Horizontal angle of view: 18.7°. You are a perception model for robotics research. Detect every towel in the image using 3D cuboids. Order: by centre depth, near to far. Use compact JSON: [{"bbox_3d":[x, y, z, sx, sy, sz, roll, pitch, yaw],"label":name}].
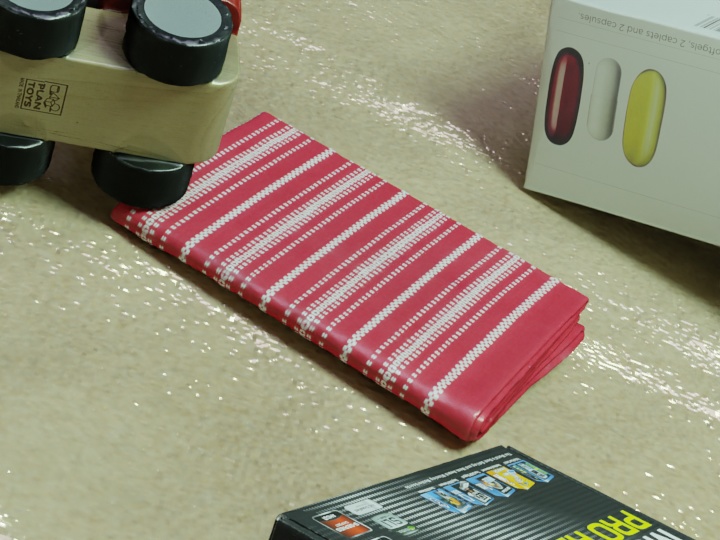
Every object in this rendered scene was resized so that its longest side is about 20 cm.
[{"bbox_3d":[0.000,0.000,1.016,0.199,0.023,0.145,31,32,14],"label":"towel"}]

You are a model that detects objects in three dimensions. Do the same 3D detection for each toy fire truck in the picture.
[{"bbox_3d":[-0.152,-0.126,1.016,0.175,0.129,0.201,8,42,-13],"label":"toy fire truck"}]

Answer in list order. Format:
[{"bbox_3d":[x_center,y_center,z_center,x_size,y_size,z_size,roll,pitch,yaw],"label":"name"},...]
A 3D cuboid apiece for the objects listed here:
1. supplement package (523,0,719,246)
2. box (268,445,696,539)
[{"bbox_3d":[0.214,-0.086,1.175,0.199,0.112,0.156,18,24,26],"label":"supplement package"},{"bbox_3d":[0.073,0.125,0.773,0.159,0.045,0.200,25,14,24],"label":"box"}]
